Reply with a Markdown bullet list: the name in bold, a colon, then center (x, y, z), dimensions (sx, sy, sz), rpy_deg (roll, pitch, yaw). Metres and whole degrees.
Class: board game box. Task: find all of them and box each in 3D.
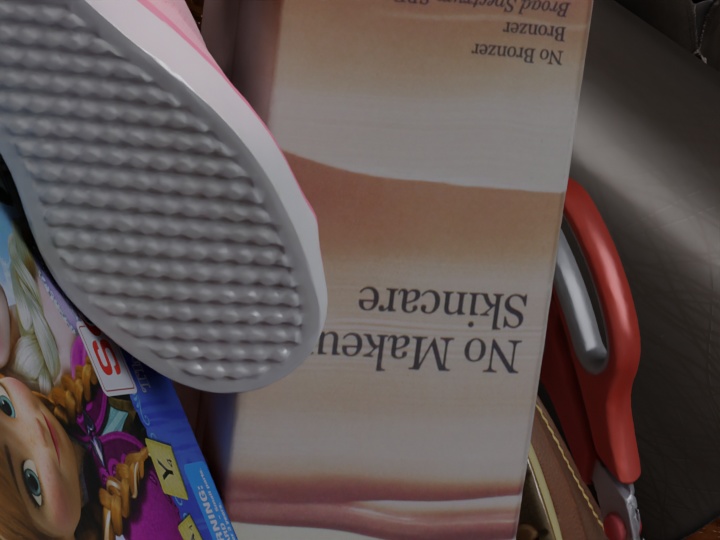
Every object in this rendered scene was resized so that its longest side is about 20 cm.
- **board game box**: center (-0.106, 0.033, 0.663), dimensions (0.201, 0.041, 0.199), rpy_deg (66, 17, 7)

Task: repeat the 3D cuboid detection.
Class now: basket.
- **basket**: center (0.071, -0.023, 0.912), dimensions (0.200, 0.136, 0.181), rpy_deg (40, 84, -25)

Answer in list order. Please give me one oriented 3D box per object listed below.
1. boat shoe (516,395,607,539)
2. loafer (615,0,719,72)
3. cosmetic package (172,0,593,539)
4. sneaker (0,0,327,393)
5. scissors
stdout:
- **boat shoe**: center (0.068, 0.120, 0.908), dimensions (0.068, 0.072, 0.201), rpy_deg (-37, 116, -44)
- **loafer**: center (0.123, -0.103, 0.993), dimensions (0.200, 0.071, 0.073), rpy_deg (40, 29, -61)
- **cosmetic package**: center (0.000, 0.000, 0.784), dimensions (0.103, 0.087, 0.201), rpy_deg (1, 104, -18)
- **sneaker**: center (-0.070, -0.066, 0.708), dimensions (0.200, 0.075, 0.105), rpy_deg (52, 25, -22)
- **scissors**: center (0.082, 0.069, 0.797), dimensions (0.014, 0.073, 0.201), rpy_deg (-15, 83, -30)
